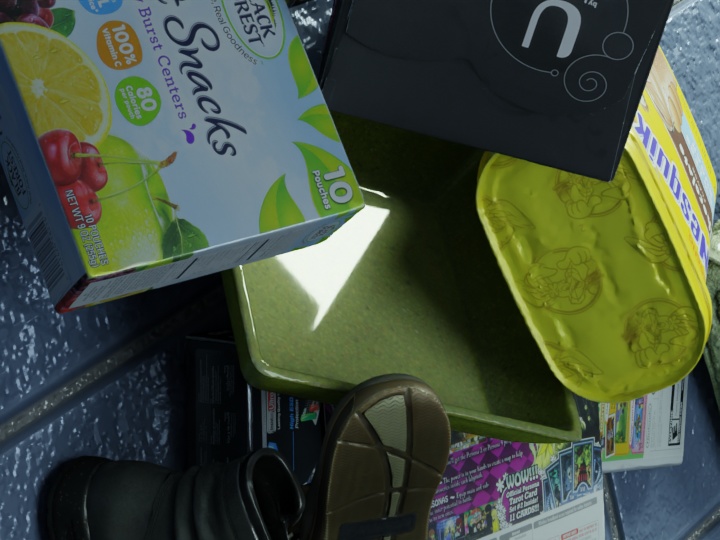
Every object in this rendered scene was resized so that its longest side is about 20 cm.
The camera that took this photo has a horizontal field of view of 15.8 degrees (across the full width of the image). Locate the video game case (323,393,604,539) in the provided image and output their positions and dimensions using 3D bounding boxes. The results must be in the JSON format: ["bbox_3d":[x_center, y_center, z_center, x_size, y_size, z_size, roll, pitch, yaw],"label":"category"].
[{"bbox_3d":[0.060,0.118,1.396,0.199,0.036,0.183,-15,106,-48],"label":"video game case"}]

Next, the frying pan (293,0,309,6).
[{"bbox_3d":[0.036,-0.188,1.406,0.189,0.115,0.031,-20,100,-2],"label":"frying pan"}]

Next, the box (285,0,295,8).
[{"bbox_3d":[-0.085,-0.114,1.241,0.070,0.064,0.201,35,60,-4],"label":"box"}]

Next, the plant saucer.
[{"bbox_3d":[0.000,0.000,1.302,0.199,0.048,0.201,14,46,-34],"label":"plant saucer"}]

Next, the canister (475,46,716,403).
[{"bbox_3d":[0.128,-0.041,1.349,0.149,0.086,0.200,63,19,-17],"label":"canister"}]

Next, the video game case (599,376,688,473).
[{"bbox_3d":[0.163,0.020,1.574,0.182,0.022,0.202,4,90,-65],"label":"video game case"}]

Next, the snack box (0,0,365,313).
[{"bbox_3d":[-0.100,-0.095,1.157,0.141,0.053,0.201,-15,77,-30],"label":"snack box"}]

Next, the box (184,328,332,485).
[{"bbox_3d":[-0.023,0.128,1.364,0.158,0.046,0.202,-6,97,-50],"label":"box"}]

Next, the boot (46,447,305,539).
[{"bbox_3d":[-0.072,0.180,1.238,0.068,0.130,0.201,-36,119,-51],"label":"boot"}]

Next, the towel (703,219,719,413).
[{"bbox_3d":[0.271,0.028,1.708,0.149,0.036,0.201,-52,137,-38],"label":"towel"}]

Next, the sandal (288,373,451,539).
[{"bbox_3d":[-0.007,0.118,1.255,0.080,0.054,0.201,-3,131,-23],"label":"sandal"}]

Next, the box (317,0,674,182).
[{"bbox_3d":[0.070,-0.158,1.229,0.200,0.147,0.125,-79,-175,-55],"label":"box"}]

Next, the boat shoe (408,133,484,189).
[{"bbox_3d":[0.061,-0.051,1.446,0.072,0.060,0.200,-38,125,-3],"label":"boat shoe"}]
